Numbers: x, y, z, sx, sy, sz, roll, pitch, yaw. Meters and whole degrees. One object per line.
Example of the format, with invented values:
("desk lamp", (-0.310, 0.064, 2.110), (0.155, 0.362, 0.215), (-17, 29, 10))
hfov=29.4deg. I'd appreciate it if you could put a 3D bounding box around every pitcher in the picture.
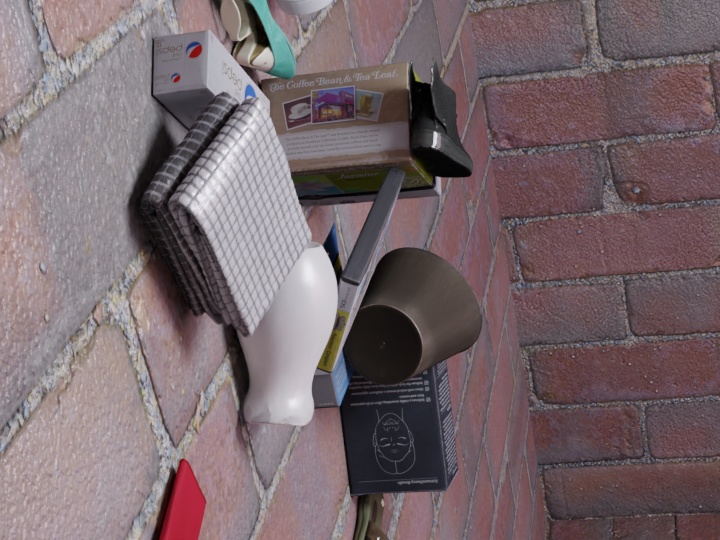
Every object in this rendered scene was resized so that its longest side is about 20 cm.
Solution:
("pitcher", (-0.091, 0.064, 1.607), (0.172, 0.120, 0.201), (-116, -151, -79))

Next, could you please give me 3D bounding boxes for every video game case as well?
("video game case", (0.000, 0.000, 1.702), (0.181, 0.025, 0.200), (107, 5, -48))

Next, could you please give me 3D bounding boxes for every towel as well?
("towel", (-0.136, -0.057, 1.414), (0.166, 0.085, 0.201), (-60, 146, -35))

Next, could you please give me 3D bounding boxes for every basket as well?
("basket", (0.061, 0.069, 1.872), (0.180, 0.136, 0.200), (43, 25, 5))

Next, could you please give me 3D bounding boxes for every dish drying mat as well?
("dish drying mat", (-0.183, 0.283, 1.321), (0.201, 0.018, 0.077), (-82, 162, -46))

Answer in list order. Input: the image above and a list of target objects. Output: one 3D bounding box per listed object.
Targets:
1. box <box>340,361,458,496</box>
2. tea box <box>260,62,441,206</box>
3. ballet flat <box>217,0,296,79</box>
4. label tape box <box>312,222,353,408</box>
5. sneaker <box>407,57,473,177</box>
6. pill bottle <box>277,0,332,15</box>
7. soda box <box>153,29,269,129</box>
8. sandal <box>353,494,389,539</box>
("box", (0.057, 0.221, 2.037), (0.107, 0.148, 0.201), (-27, 112, -75))
("tea box", (-0.009, -0.174, 1.810), (0.197, 0.199, 0.134), (34, 53, -70))
("ballet flat", (-0.135, -0.290, 1.654), (0.071, 0.067, 0.200), (-58, 147, -28))
("label tape box", (-0.059, 0.059, 1.805), (0.144, 0.063, 0.201), (-67, 149, -60))
("sneaker", (0.100, -0.186, 1.717), (0.200, 0.060, 0.105), (27, 64, -68))
("pill bottle", (-0.092, -0.431, 1.747), (0.112, 0.111, 0.201), (-81, 160, -45))
("soda box", (-0.159, -0.187, 1.494), (0.200, 0.063, 0.069), (45, 42, -68))
("sandal", (0.025, 0.406, 2.029), (0.080, 0.057, 0.202), (68, 22, -49))
